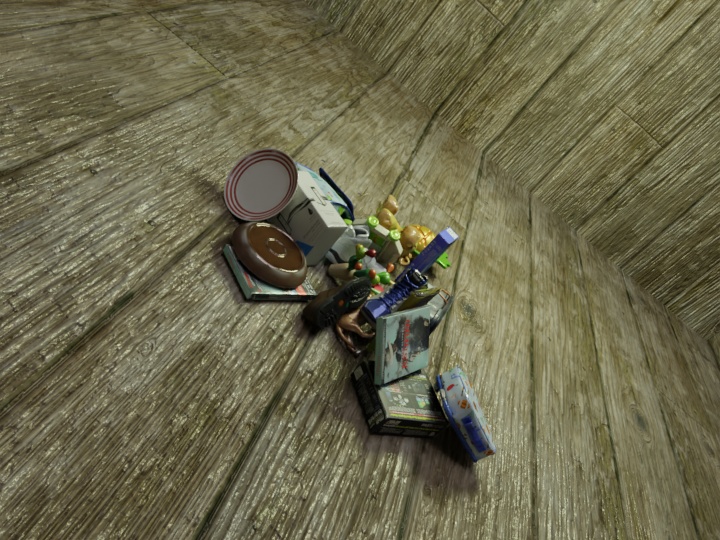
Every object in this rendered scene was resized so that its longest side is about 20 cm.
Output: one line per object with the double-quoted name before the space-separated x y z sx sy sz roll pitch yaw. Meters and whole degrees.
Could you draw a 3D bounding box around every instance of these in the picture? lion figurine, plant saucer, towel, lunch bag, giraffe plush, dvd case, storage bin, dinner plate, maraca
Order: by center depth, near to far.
"dvd case" 0.095 0.160 1.413 0.022 0.147 0.200 7 8 36
"lunch bag" 0.236 0.326 1.452 0.200 0.075 0.161 59 11 -28
"dvd case" -0.205 0.006 1.474 0.199 0.022 0.146 4 46 -50
"plant saucer" -0.201 -0.045 1.479 0.200 0.032 0.201 29 31 -20
"towel" 0.102 0.113 1.516 0.023 0.200 0.143 47 22 17
"lion figurine" -0.009 0.114 1.532 0.122 0.073 0.200 38 32 8
"dinner plate" -0.243 -0.210 1.585 0.201 0.200 0.024 57 4 26
"storage bin" 0.152 0.091 1.686 0.134 0.146 0.200 39 29 3
"lunch bag" -0.111 -0.195 1.784 0.170 0.127 0.200 50 16 23
"giraffe plush" 0.098 -0.101 1.866 0.162 0.173 0.200 32 -3 -7
"maraca" 0.201 -0.072 2.002 0.199 0.107 0.137 28 34 -24

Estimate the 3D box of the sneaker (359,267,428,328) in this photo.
"sneaker" 0.093 0.050 1.522 0.199 0.115 0.081 -25 65 -41

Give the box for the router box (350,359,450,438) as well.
"router box" 0.088 0.286 1.420 0.199 0.062 0.150 16 37 -38

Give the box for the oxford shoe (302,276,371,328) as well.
"oxford shoe" -0.055 0.061 1.499 0.084 0.073 0.200 15 31 43

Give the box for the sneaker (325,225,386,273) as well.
"sneaker" 0.013 -0.045 1.688 0.199 0.115 0.075 26 33 -25

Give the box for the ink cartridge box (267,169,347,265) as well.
"ink cartridge box" -0.147 -0.133 1.618 0.084 0.146 0.200 -4 51 -52

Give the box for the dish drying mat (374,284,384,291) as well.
"dish drying mat" 0.001 0.018 1.728 0.200 0.018 0.077 45 30 7

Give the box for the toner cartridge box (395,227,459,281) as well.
"toner cartridge box" 0.191 -0.034 1.840 0.043 0.200 0.095 47 30 9

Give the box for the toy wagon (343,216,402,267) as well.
"toy wagon" 0.016 -0.086 1.740 0.199 0.155 0.040 33 49 -2

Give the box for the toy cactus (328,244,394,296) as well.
"toy cactus" 0.000 0.000 1.622 0.200 0.164 0.103 58 45 -57
